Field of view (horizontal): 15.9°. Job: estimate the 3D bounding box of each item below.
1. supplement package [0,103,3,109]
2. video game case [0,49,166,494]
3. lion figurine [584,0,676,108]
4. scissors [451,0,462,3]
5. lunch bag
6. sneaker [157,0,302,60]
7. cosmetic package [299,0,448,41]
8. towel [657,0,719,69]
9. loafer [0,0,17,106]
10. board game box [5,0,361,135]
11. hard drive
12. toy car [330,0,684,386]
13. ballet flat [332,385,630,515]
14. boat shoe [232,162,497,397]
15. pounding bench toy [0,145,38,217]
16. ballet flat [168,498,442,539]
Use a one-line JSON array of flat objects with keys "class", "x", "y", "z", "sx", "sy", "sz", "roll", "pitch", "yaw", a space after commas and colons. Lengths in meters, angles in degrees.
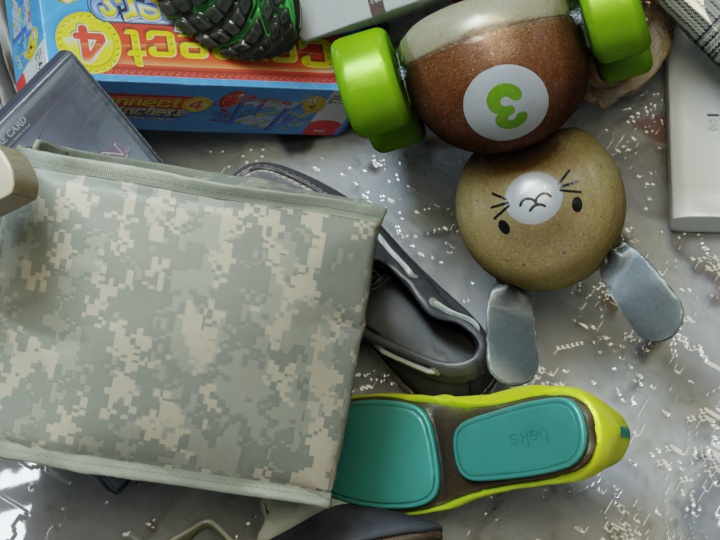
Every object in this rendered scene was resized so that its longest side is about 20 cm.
[{"class": "supplement package", "x": -0.300, "y": -0.050, "z": 1.402, "sx": 0.200, "sy": 0.117, "sz": 0.117, "roll": -43, "pitch": 71, "yaw": 6}, {"class": "video game case", "x": -0.147, "y": 0.002, "z": 1.396, "sx": 0.143, "sy": 0.019, "sz": 0.200, "roll": -47, "pitch": 118, "yaw": -17}, {"class": "lion figurine", "x": 0.133, "y": -0.203, "z": 1.504, "sx": 0.122, "sy": 0.072, "sz": 0.201, "roll": -38, "pitch": 69, "yaw": 19}, {"class": "scissors", "x": 0.039, "y": -0.189, "z": 1.513, "sx": 0.200, "sy": 0.014, "sz": 0.073, "roll": 36, "pitch": 68, "yaw": -5}, {"class": "lunch bag", "x": -0.102, "y": 0.027, "z": 1.343, "sx": 0.199, "sy": 0.118, "sz": 0.165, "roll": 10, "pitch": 93, "yaw": -10}, {"class": "sneaker", "x": -0.088, "y": -0.209, "z": 1.426, "sx": 0.201, "sy": 0.078, "sz": 0.085, "roll": 59, "pitch": 36, "yaw": 0}, {"class": "cosmetic package", "x": 0.045, "y": -0.204, "z": 1.397, "sx": 0.081, "sy": 0.199, "sz": 0.114, "roll": -19, "pitch": 91, "yaw": -45}, {"class": "towel", "x": 0.295, "y": -0.152, "z": 1.478, "sx": 0.193, "sy": 0.035, "sz": 0.200, "roll": 44, "pitch": 64, "yaw": -2}, {"class": "loafer", "x": -0.180, "y": -0.097, "z": 1.484, "sx": 0.071, "sy": 0.073, "sz": 0.201, "roll": -11, "pitch": 75, "yaw": -12}, {"class": "board game box", "x": -0.107, "y": -0.179, "z": 1.481, "sx": 0.199, "sy": 0.056, "sz": 0.197, "roll": 0, "pitch": 65, "yaw": -25}, {"class": "hard drive", "x": 0.245, "y": -0.118, "z": 1.509, "sx": 0.131, "sy": 0.027, "sz": 0.201, "roll": 1, "pitch": 68, "yaw": 1}, {"class": "toy car", "x": 0.093, "y": -0.045, "z": 1.383, "sx": 0.163, "sy": 0.158, "sz": 0.201, "roll": -17, "pitch": 85, "yaw": 6}, {"class": "ballet flat", "x": 0.057, "y": 0.096, "z": 1.390, "sx": 0.199, "sy": 0.067, "sz": 0.067, "roll": -7, "pitch": 85, "yaw": 34}, {"class": "boat shoe", "x": 0.000, "y": 0.000, "z": 1.440, "sx": 0.200, "sy": 0.063, "sz": 0.073, "roll": 42, "pitch": 73, "yaw": 16}, {"class": "pounding bench toy", "x": -0.276, "y": -0.045, "z": 1.268, "sx": 0.200, "sy": 0.124, "sz": 0.156, "roll": 39, "pitch": 93, "yaw": 16}, {"class": "ballet flat", "x": -0.056, "y": 0.157, "z": 1.374, "sx": 0.199, "sy": 0.073, "sz": 0.073, "roll": -23, "pitch": 69, "yaw": -7}]
